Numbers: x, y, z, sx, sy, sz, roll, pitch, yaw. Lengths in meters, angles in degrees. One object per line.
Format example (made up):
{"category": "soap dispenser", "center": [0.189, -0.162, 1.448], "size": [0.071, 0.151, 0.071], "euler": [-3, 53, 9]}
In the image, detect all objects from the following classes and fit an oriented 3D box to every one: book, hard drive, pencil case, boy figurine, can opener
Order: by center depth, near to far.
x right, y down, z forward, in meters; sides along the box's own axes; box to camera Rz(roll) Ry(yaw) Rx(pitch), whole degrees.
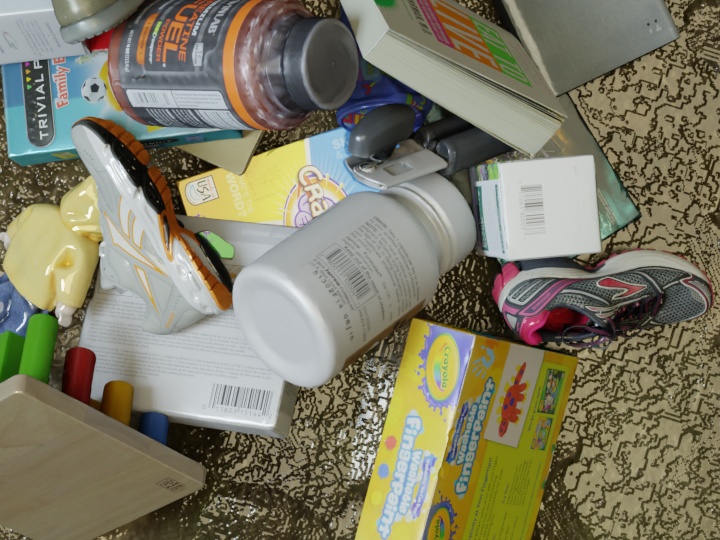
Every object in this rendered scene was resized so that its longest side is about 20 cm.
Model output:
{"category": "book", "center": [0.066, -0.185, 1.567], "size": [0.199, 0.134, 0.048], "euler": [23, 122, -37]}
{"category": "can opener", "center": [0.072, -0.118, 1.606], "size": [0.199, 0.053, 0.067], "euler": [-23, 132, -34]}
{"category": "pencil case", "center": [0.026, -0.216, 1.652], "size": [0.086, 0.078, 0.201], "euler": [0, 76, 13]}
{"category": "boy figurine", "center": [-0.272, -0.009, 1.668], "size": [0.200, 0.064, 0.124], "euler": [-52, 53, 3]}
{"category": "hard drive", "center": [0.178, -0.266, 1.682], "size": [0.139, 0.033, 0.201], "euler": [-26, 91, -15]}

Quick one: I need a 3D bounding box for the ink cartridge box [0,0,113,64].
{"category": "ink cartridge box", "center": [-0.277, -0.284, 1.618], "size": [0.174, 0.084, 0.201], "euler": [-6, 68, 5]}

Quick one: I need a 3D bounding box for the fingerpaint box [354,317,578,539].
{"category": "fingerpaint box", "center": [0.092, 0.153, 1.641], "size": [0.073, 0.166, 0.201], "euler": [15, 92, 39]}

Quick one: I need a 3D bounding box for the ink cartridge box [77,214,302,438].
{"category": "ink cartridge box", "center": [-0.142, 0.044, 1.660], "size": [0.199, 0.045, 0.177], "euler": [7, 75, 20]}

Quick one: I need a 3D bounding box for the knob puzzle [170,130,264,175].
{"category": "knob puzzle", "center": [-0.140, -0.207, 1.689], "size": [0.218, 0.030, 0.221], "euler": [-1, 83, 7]}

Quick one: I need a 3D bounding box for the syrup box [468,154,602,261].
{"category": "syrup box", "center": [0.142, -0.052, 1.591], "size": [0.081, 0.200, 0.079], "euler": [-5, 92, -4]}

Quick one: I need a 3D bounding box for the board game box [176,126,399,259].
{"category": "board game box", "center": [-0.046, -0.038, 1.695], "size": [0.199, 0.040, 0.154], "euler": [-19, 92, -1]}

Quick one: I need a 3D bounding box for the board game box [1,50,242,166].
{"category": "board game box", "center": [-0.209, -0.180, 1.655], "size": [0.199, 0.047, 0.152], "euler": [-7, 83, 6]}

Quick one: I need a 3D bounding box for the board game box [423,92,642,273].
{"category": "board game box", "center": [0.142, -0.098, 1.704], "size": [0.135, 0.028, 0.201], "euler": [-31, 93, 0]}

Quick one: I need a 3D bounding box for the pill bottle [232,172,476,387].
{"category": "pill bottle", "center": [0.000, 0.000, 1.585], "size": [0.200, 0.114, 0.115], "euler": [-36, 93, -34]}

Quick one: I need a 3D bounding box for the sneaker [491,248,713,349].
{"category": "sneaker", "center": [0.215, 0.034, 1.664], "size": [0.199, 0.075, 0.081], "euler": [-4, 129, -16]}

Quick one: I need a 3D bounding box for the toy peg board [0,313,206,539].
{"category": "toy peg board", "center": [-0.263, 0.133, 1.621], "size": [0.199, 0.199, 0.098], "euler": [32, 47, -34]}

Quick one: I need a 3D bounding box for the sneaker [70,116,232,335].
{"category": "sneaker", "center": [-0.196, -0.032, 1.606], "size": [0.092, 0.076, 0.201], "euler": [-31, 95, 16]}

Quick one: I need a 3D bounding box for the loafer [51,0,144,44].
{"category": "loafer", "center": [-0.190, -0.258, 1.560], "size": [0.075, 0.200, 0.070], "euler": [-15, 115, 32]}

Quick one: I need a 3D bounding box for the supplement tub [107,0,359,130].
{"category": "supplement tub", "center": [-0.099, -0.165, 1.525], "size": [0.199, 0.107, 0.108], "euler": [4, 92, 37]}
